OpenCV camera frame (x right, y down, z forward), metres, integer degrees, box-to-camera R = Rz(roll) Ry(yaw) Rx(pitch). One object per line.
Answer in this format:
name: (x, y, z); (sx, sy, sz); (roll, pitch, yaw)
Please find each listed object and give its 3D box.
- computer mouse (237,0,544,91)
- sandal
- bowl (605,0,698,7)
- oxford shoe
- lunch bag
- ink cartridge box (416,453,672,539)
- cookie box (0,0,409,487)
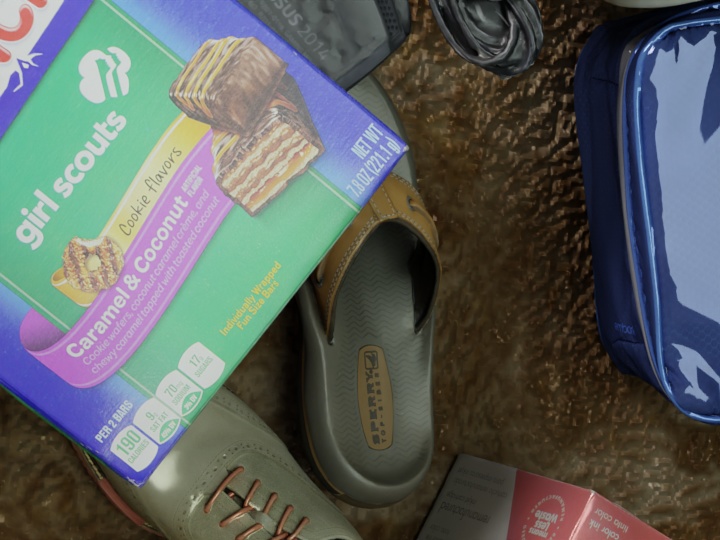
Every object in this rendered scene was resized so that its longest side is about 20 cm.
computer mouse: (-0.036, -0.094, 1.071); (0.200, 0.053, 0.139); (-35, 102, -1)
sandal: (0.000, 0.000, 1.107); (0.081, 0.055, 0.201); (-3, 84, -29)
bowl: (0.128, -0.174, 1.095); (0.200, 0.200, 0.108); (-25, 114, -24)
oxford shoe: (-0.045, 0.098, 1.091); (0.200, 0.074, 0.071); (44, 75, -24)
lunch bag: (0.176, -0.037, 1.146); (0.135, 0.132, 0.201); (-9, 99, -8)
ink cartridge box: (0.049, 0.188, 1.126); (0.067, 0.116, 0.201); (31, 79, -26)
cookie box: (-0.112, -0.048, 1.001); (0.200, 0.075, 0.171); (39, 89, -11)
